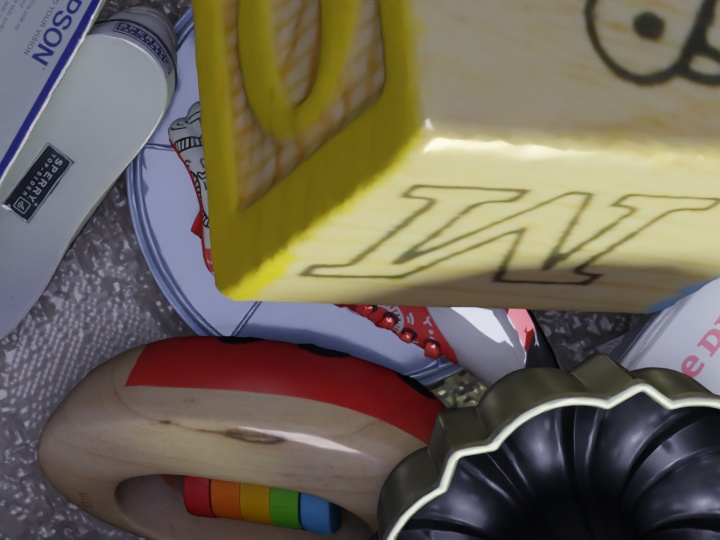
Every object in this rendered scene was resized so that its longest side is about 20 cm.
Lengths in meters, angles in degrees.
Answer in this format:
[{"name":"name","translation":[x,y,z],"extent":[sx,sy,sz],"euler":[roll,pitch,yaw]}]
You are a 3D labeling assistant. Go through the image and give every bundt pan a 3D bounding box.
[{"name":"bundt pan","translation":[0.089,0.121,1.204],"extent":[0.201,0.076,0.202],"euler":[-5,114,-11]}]

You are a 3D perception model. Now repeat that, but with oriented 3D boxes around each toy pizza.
[{"name":"toy pizza","translation":[-0.003,-0.045,1.311],"extent":[0.200,0.032,0.201],"euler":[0,93,-2]}]

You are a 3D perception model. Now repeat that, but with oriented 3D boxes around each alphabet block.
[{"name":"alphabet block","translation":[0.061,-0.099,1.156],"extent":[0.200,0.196,0.196],"euler":[2,70,-25]}]

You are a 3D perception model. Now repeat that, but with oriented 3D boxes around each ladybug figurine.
[{"name":"ladybug figurine","translation":[-0.036,0.076,1.275],"extent":[0.199,0.136,0.072],"euler":[9,63,7]}]

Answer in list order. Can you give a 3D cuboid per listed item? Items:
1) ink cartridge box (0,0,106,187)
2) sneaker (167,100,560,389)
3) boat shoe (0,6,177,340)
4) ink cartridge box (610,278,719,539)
[{"name":"ink cartridge box","translation":[-0.222,-0.079,1.268],"extent":[0.200,0.041,0.200],"euler":[31,92,20]},{"name":"sneaker","translation":[0.000,0.000,1.266],"extent":[0.108,0.067,0.202],"euler":[-31,91,1]},{"name":"boat shoe","translation":[-0.148,-0.037,1.291],"extent":[0.072,0.066,0.200],"euler":[36,113,-6]},{"name":"ink cartridge box","translation":[0.201,0.080,1.296],"extent":[0.200,0.083,0.145],"euler":[38,92,-2]}]
